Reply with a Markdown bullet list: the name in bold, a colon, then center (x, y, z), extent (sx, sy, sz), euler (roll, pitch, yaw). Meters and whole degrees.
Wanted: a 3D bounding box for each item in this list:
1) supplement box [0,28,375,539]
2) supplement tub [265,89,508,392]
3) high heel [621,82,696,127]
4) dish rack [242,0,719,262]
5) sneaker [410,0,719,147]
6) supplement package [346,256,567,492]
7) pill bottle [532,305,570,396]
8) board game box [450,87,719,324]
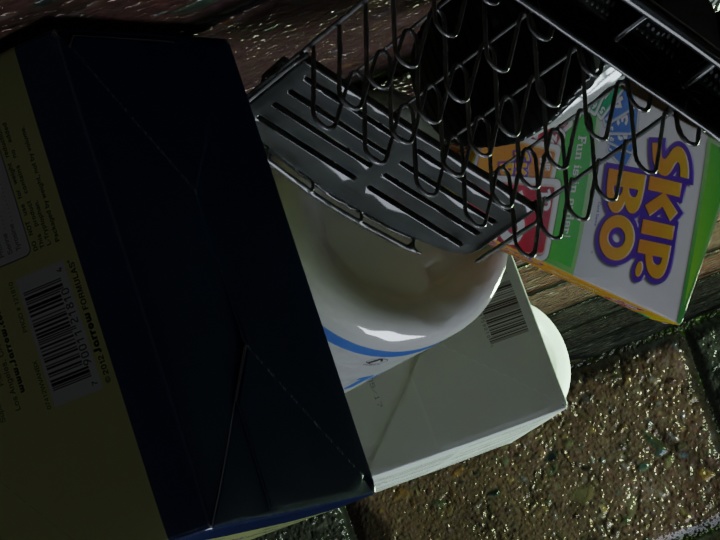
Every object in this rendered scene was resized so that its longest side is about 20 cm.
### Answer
- **supplement box**: center (-0.135, 0.033, 1.194), extent (0.199, 0.200, 0.134), euler (-22, 172, 27)
- **supplement tub**: center (-0.025, -0.002, 1.516), extent (0.132, 0.132, 0.200), euler (-15, 172, -30)
- **high heel**: center (0.162, -0.101, 1.522), extent (0.200, 0.068, 0.096), euler (-32, -175, -18)
- **dish rack**: center (0.052, -0.066, 1.203), extent (0.153, 0.055, 0.200), euler (32, 133, -27)
- **sneaker**: center (0.107, -0.111, 1.265), extent (0.088, 0.074, 0.200), euler (-15, 169, -47)
- **supplement package**: center (0.030, 0.060, 2.042), extent (0.150, 0.152, 0.200), euler (-19, 173, -11)
- **pill bottle**: center (0.087, 0.107, 2.724), extent (0.112, 0.112, 0.200), euler (-12, 170, -45)
- **board game box**: center (0.117, -0.041, 1.473), extent (0.030, 0.096, 0.200), euler (17, 176, 43)
